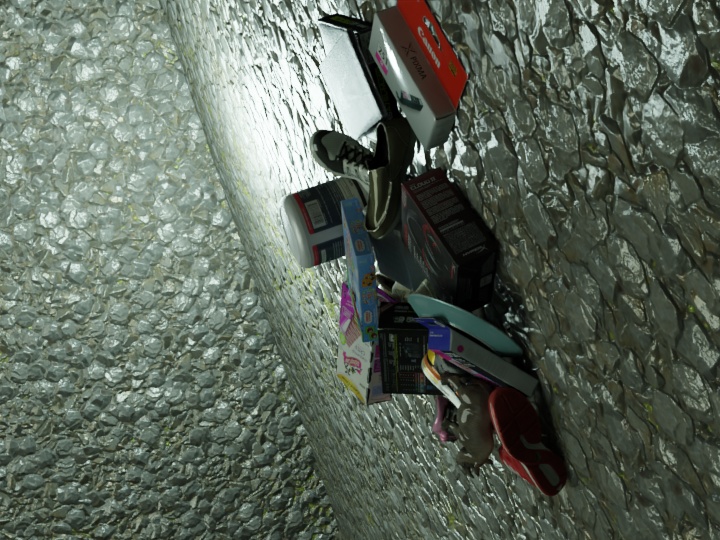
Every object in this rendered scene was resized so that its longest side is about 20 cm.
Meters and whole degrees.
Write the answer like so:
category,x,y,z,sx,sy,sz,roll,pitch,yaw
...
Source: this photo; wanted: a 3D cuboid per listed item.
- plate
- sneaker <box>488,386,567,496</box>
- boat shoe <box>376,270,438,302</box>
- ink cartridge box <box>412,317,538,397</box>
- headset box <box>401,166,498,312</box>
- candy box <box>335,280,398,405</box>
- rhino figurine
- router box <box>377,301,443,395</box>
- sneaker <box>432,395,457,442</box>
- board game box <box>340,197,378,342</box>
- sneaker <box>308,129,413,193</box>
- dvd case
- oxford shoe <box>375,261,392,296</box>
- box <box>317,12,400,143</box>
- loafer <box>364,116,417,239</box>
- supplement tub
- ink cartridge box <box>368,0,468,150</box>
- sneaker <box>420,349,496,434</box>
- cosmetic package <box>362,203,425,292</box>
category,x,y,z,sx,sy,sz,roll,pitch,yaw
plate,0.157,0.094,1.542,0.199,0.026,0.200,26,168,6
sneaker,0.234,0.264,1.563,0.201,0.078,0.115,61,157,-16
boat shoe,0.091,0.045,1.858,0.200,0.064,0.073,48,155,53
ink cartridge box,0.171,0.134,1.537,0.199,0.037,0.095,33,169,-13
headset box,0.130,-0.050,1.561,0.201,0.074,0.149,59,164,31
candy box,0.011,0.134,1.899,0.136,0.060,0.202,35,127,55
rhino figurine,0.177,0.255,1.601,0.087,0.060,0.202,16,123,35
router box,0.109,0.140,1.752,0.201,0.148,0.063,85,-171,-49
sneaker,0.189,0.276,1.825,0.200,0.094,0.080,43,-130,-73
board game box,0.000,0.000,1.727,0.152,0.036,0.202,-105,9,-48
sneaker,0.008,-0.185,1.687,0.199,0.076,0.087,28,163,-22
dvd case,-0.013,-0.301,1.653,0.150,0.016,0.200,67,164,-1
oxford shoe,0.043,0.064,1.975,0.071,0.074,0.202,70,-172,-58
box,0.000,-0.325,1.689,0.193,0.047,0.202,38,146,58
loafer,0.034,-0.152,1.608,0.075,0.069,0.202,22,104,55
supplement tub,-0.038,-0.097,1.832,0.140,0.198,0.142,161,90,-78
ink cartridge box,0.080,-0.302,1.447,0.201,0.043,0.174,63,166,18
sneaker,0.191,0.186,1.639,0.200,0.070,0.090,40,135,15
cosmetic package,0.064,-0.047,1.745,0.082,0.051,0.201,33,159,26
